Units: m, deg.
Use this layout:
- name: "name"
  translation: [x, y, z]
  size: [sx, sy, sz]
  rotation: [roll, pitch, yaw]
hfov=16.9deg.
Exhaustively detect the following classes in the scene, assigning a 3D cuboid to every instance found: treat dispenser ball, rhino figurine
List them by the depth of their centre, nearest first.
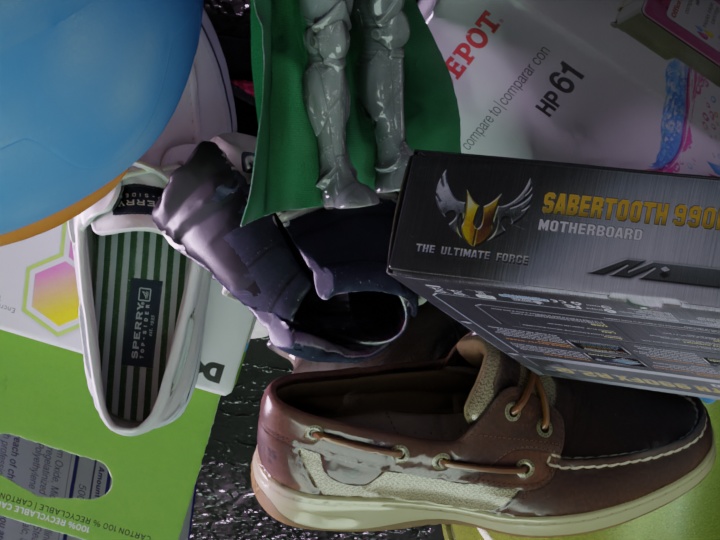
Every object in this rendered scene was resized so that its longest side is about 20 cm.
- name: "treat dispenser ball"
  translation: [-0.158, -0.106, 0.903]
  size: [0.200, 0.202, 0.201]
  rotation: [5, 150, 3]
- name: "rhino figurine"
  translation: [0.010, 0.041, 1.135]
  size: [0.087, 0.060, 0.200]
  rotation: [-29, -171, -19]

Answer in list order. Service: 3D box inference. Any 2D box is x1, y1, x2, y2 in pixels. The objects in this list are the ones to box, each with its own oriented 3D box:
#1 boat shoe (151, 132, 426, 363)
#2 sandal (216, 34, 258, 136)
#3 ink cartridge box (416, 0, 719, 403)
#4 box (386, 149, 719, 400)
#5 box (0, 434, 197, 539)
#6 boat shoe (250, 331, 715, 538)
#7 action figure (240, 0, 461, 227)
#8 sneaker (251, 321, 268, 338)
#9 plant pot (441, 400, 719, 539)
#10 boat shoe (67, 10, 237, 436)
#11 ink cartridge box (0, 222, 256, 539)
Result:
- name: "boat shoe"
  translation: [0.000, 0.000, 1.031]
  size: [0.075, 0.093, 0.200]
  rotation: [-52, 153, 21]
- name: "sandal"
  translation: [-0.039, -0.070, 1.092]
  size: [0.199, 0.045, 0.075]
  rotation: [8, 150, -2]
- name: "ink cartridge box"
  translation: [0.108, -0.056, 0.988]
  size: [0.200, 0.085, 0.145]
  rotation: [35, 144, -3]
- name: "box"
  translation: [0.131, 0.010, 0.880]
  size: [0.199, 0.049, 0.158]
  rotation: [7, 168, 28]
- name: "box"
  translation: [-0.200, 0.134, 1.331]
  size: [0.199, 0.185, 0.105]
  rotation: [25, 144, -28]
- name: "boat shoe"
  translation: [0.054, 0.062, 1.011]
  size: [0.199, 0.072, 0.072]
  rotation: [-1, 130, -5]
- name: "action figure"
  translation: [-0.008, -0.125, 0.883]
  size: [0.055, 0.201, 0.118]
  rotation: [-1, -169, 42]
- name: "sneaker"
  translation: [-0.107, 0.004, 1.217]
  size: [0.200, 0.079, 0.089]
  rotation: [-28, 129, 32]
- name: "plant pot"
  translation: [0.143, 0.057, 1.158]
  size: [0.199, 0.201, 0.193]
  rotation: [5, 137, 2]
- name: "boat shoe"
  translation: [-0.088, -0.027, 1.034]
  size: [0.073, 0.201, 0.067]
  rotation: [-3, -171, -1]
- name: "ink cartridge box"
  translation: [-0.126, 0.031, 1.114]
  size: [0.147, 0.201, 0.076]
  rotation: [16, -174, -4]
